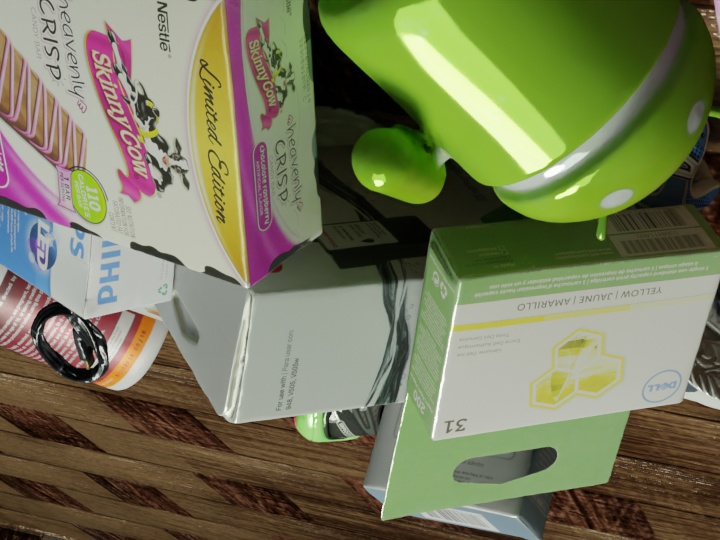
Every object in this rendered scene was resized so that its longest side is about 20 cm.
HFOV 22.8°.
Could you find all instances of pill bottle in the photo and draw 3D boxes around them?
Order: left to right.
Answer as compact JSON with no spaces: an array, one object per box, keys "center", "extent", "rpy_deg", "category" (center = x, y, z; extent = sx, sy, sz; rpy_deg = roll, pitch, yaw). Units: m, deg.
[{"center":[-0.250,0.008,1.370],"extent":[0.199,0.114,0.113],"rpy_deg":[24,161,-25],"category":"pill bottle"}]

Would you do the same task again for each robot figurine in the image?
[{"center":[0.064,-0.102,0.728],"extent":[0.200,0.175,0.116],"rpy_deg":[42,-169,-22],"category":"robot figurine"}]

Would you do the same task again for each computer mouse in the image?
[{"center":[-0.188,-0.009,1.113],"extent":[0.058,0.034,0.201],"rpy_deg":[-12,131,-12],"category":"computer mouse"}]

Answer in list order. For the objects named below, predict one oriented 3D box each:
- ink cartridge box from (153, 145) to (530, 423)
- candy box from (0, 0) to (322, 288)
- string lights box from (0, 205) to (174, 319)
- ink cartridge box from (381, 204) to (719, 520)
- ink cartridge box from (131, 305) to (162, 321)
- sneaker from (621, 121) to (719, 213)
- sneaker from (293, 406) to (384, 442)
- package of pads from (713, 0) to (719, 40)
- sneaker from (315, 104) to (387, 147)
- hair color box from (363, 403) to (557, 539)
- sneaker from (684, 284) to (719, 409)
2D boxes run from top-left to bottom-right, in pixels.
[{"center":[0.000,0.000,0.955],"extent":[0.199,0.084,0.147],"rpy_deg":[-6,-147,-26],"category":"ink cartridge box"},{"center":[-0.115,-0.087,0.793],"extent":[0.199,0.061,0.137],"rpy_deg":[17,126,30],"category":"candy box"},{"center":[-0.179,-0.059,0.966],"extent":[0.059,0.103,0.200],"rpy_deg":[-12,-152,-41],"category":"string lights box"},{"center":[0.094,0.062,0.913],"extent":[0.145,0.048,0.201],"rpy_deg":[-6,129,-19],"category":"ink cartridge box"},{"center":[-0.081,-0.003,1.239],"extent":[0.199,0.084,0.145],"rpy_deg":[20,162,-12],"category":"ink cartridge box"},{"center":[0.123,-0.082,0.877],"extent":[0.077,0.076,0.200],"rpy_deg":[-27,142,3],"category":"sneaker"},{"center":[0.013,0.023,1.138],"extent":[0.083,0.077,0.201],"rpy_deg":[9,122,-15],"category":"sneaker"},{"center":[0.160,-0.132,0.584],"extent":[0.075,0.121,0.200],"rpy_deg":[10,162,19],"category":"package of pads"},{"center":[-0.067,-0.041,1.034],"extent":[0.199,0.087,0.075],"rpy_deg":[-8,130,0],"category":"sneaker"},{"center":[0.079,0.051,1.067],"extent":[0.098,0.201,0.061],"rpy_deg":[8,162,24],"category":"hair color box"},{"center":[0.191,0.052,1.176],"extent":[0.198,0.080,0.130],"rpy_deg":[16,164,0],"category":"sneaker"}]
